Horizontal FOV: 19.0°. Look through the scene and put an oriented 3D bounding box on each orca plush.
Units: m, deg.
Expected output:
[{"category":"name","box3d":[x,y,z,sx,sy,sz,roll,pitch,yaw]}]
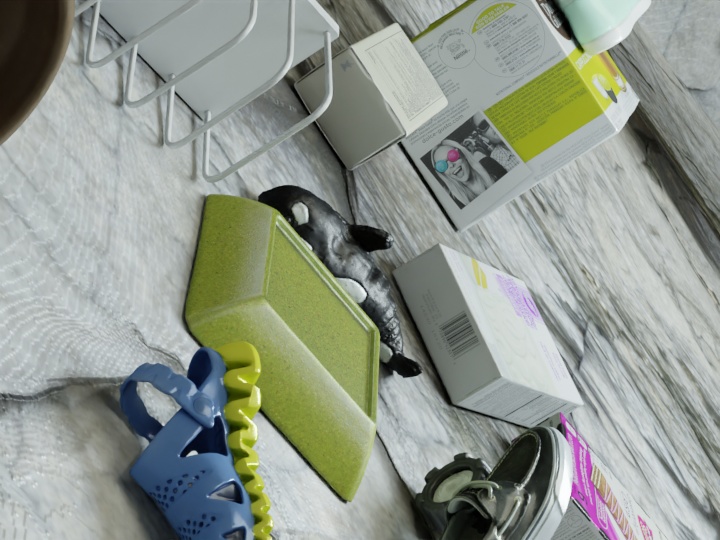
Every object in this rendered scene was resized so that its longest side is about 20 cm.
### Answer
[{"category":"orca plush","box3d":[0.000,0.000,1.786,0.200,0.071,0.105,56,19,-5]}]

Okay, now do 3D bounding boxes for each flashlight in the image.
[{"category":"flashlight","box3d":[0.123,0.239,1.739,0.200,0.068,0.068,55,38,-24]}]

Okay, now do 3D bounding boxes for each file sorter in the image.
[{"category":"file sorter","box3d":[-0.129,-0.186,1.659,0.200,0.139,0.125,46,24,-31]}]

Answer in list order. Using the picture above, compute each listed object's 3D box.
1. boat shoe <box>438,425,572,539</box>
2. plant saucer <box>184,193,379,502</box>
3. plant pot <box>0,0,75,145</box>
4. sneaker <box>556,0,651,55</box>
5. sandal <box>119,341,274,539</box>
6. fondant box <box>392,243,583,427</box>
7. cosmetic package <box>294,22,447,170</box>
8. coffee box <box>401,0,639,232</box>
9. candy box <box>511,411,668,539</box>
[{"category":"boat shoe","box3d":[0.100,0.191,1.629,0.071,0.072,0.200,43,55,-25]},{"category":"plant saucer","box3d":[-0.046,0.045,1.637,0.200,0.048,0.200,49,20,-23]},{"category":"plant pot","box3d":[-0.285,-0.164,1.192,0.175,0.200,0.200,49,13,29]},{"category":"sneaker","box3d":[0.244,-0.308,2.254,0.118,0.074,0.200,59,19,-12]},{"category":"sandal","box3d":[-0.105,0.131,1.337,0.087,0.080,0.200,9,48,-24]},{"category":"fondant box","box3d":[0.122,0.065,2.013,0.200,0.058,0.145,23,38,-61]},{"category":"cosmetic package","box3d":[0.013,-0.172,2.091,0.105,0.071,0.200,58,19,-2]},{"category":"coffee box","box3d":[0.149,-0.191,2.264,0.198,0.200,0.200,56,18,-4]},{"category":"candy box","box3d":[0.221,0.245,1.970,0.200,0.061,0.136,50,20,-24]}]
